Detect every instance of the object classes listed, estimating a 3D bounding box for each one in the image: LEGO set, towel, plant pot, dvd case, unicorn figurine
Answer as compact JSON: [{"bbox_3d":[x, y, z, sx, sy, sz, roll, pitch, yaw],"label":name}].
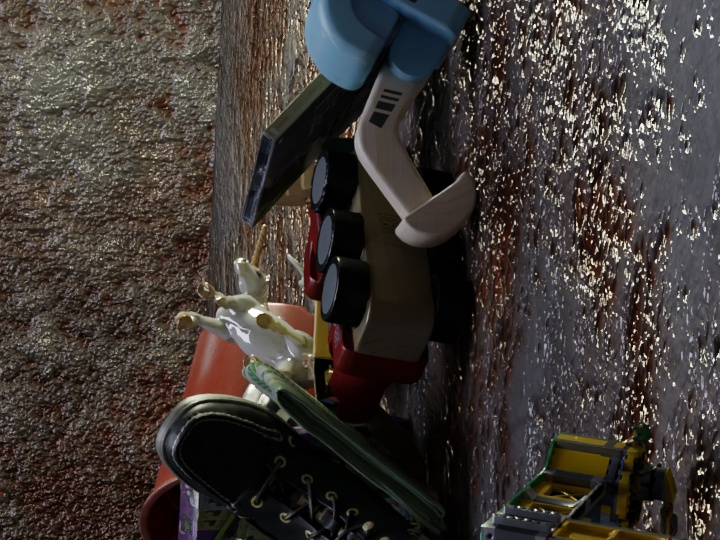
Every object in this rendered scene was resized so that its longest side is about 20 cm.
[{"bbox_3d":[0.119,0.169,0.922,0.154,0.116,0.201,-5,-78,-69],"label":"LEGO set"},{"bbox_3d":[-0.015,0.120,1.545,0.023,0.152,0.200,-51,10,-2],"label":"towel"},{"bbox_3d":[-0.080,0.147,1.900,0.201,0.200,0.196,103,174,-51],"label":"plant pot"},{"bbox_3d":[-0.015,-0.131,1.648,0.200,0.016,0.149,-48,-9,-24],"label":"dvd case"},{"bbox_3d":[-0.085,0.044,1.815,0.074,0.137,0.200,-46,62,14],"label":"unicorn figurine"}]

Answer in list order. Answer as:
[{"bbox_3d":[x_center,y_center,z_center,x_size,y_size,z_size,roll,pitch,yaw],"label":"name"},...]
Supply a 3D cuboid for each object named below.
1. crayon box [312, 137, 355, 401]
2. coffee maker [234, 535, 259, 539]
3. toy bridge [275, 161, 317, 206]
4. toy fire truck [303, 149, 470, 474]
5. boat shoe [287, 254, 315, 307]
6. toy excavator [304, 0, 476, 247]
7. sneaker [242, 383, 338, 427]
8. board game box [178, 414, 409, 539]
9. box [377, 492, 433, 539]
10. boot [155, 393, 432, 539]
[{"bbox_3d":[0.000,0.000,1.699,0.127,0.051,0.201,-6,-82,-80],"label":"crayon box"},{"bbox_3d":[-0.047,0.265,1.412,0.200,0.134,0.193,-23,-43,-86],"label":"coffee maker"},{"bbox_3d":[-0.035,-0.078,1.999,0.200,0.067,0.027,166,106,-80],"label":"toy bridge"},{"bbox_3d":[0.012,0.040,1.574,0.176,0.128,0.200,-97,23,-47],"label":"toy fire truck"},{"bbox_3d":[-0.020,-0.002,1.819,0.075,0.086,0.203,169,103,-81],"label":"boat shoe"},{"bbox_3d":[0.019,-0.139,1.503,0.200,0.194,0.100,-61,2,-15],"label":"toy excavator"},{"bbox_3d":[-0.057,0.163,1.705,0.200,0.112,0.073,-69,-12,-49],"label":"sneaker"},{"bbox_3d":[-0.049,0.178,1.657,0.032,0.200,0.120,9,100,50],"label":"board game box"},{"bbox_3d":[0.025,0.289,1.603,0.160,0.044,0.201,-106,20,-62],"label":"box"},{"bbox_3d":[-0.029,0.160,1.463,0.074,0.203,0.154,-57,36,-1],"label":"boot"}]
